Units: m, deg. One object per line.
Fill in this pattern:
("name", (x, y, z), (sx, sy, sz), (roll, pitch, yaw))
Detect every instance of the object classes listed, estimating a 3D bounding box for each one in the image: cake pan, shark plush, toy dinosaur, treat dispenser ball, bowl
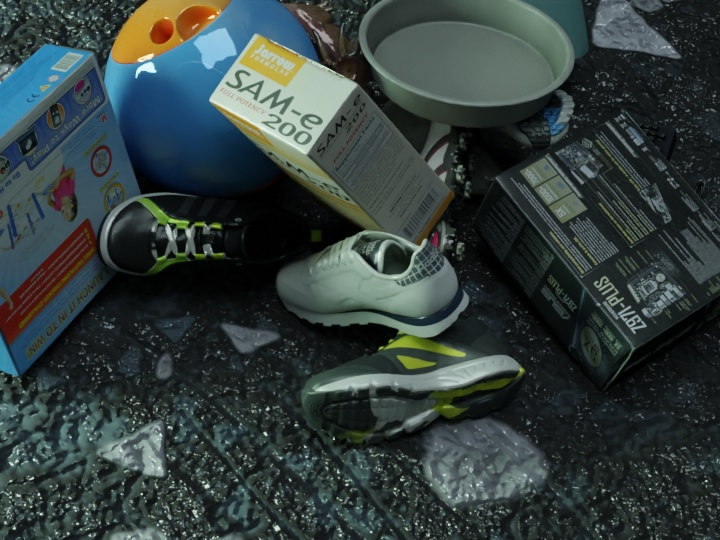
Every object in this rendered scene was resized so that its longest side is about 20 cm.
("cake pan", (0.096, -0.196, 1.357), (0.199, 0.037, 0.201), (4, 41, -3))
("shark plush", (0.106, -0.117, 1.435), (0.199, 0.091, 0.083), (19, 19, 15))
("toy dinosaur", (-0.039, -0.218, 1.439), (0.200, 0.086, 0.135), (37, 14, 19))
("treat dispenser ball", (-0.134, -0.164, 1.348), (0.200, 0.201, 0.202), (4, 50, -5))
("bowl", (0.141, -0.289, 1.506), (0.199, 0.106, 0.201), (4, 25, -2))

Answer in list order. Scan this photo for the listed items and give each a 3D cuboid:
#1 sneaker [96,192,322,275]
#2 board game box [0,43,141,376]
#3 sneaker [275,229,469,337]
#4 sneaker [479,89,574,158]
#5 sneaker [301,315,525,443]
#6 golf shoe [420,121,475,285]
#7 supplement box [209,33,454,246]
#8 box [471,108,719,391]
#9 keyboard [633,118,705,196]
("sneaker", (-0.129, -0.035, 1.287), (0.199, 0.083, 0.072), (-5, 94, -28))
("board game box", (-0.274, -0.052, 1.234), (0.056, 0.197, 0.200), (14, 47, 28))
("sneaker", (0.000, 0.000, 1.268), (0.199, 0.081, 0.077), (2, 48, 39))
("sneaker", (0.153, -0.143, 1.420), (0.074, 0.087, 0.200), (4, 24, -8))
("sneaker", (0.038, 0.089, 1.256), (0.199, 0.075, 0.085), (-5, 45, -23))
("golf shoe", (0.056, -0.069, 1.349), (0.088, 0.077, 0.201), (4, 71, 16))
("supplement box", (-0.021, -0.102, 1.249), (0.126, 0.200, 0.074), (31, 83, 37))
("box", (0.229, -0.021, 1.333), (0.163, 0.086, 0.200), (-29, 70, -26))
("keyboard", (0.280, -0.075, 1.452), (0.126, 0.021, 0.201), (19, 51, 8))
